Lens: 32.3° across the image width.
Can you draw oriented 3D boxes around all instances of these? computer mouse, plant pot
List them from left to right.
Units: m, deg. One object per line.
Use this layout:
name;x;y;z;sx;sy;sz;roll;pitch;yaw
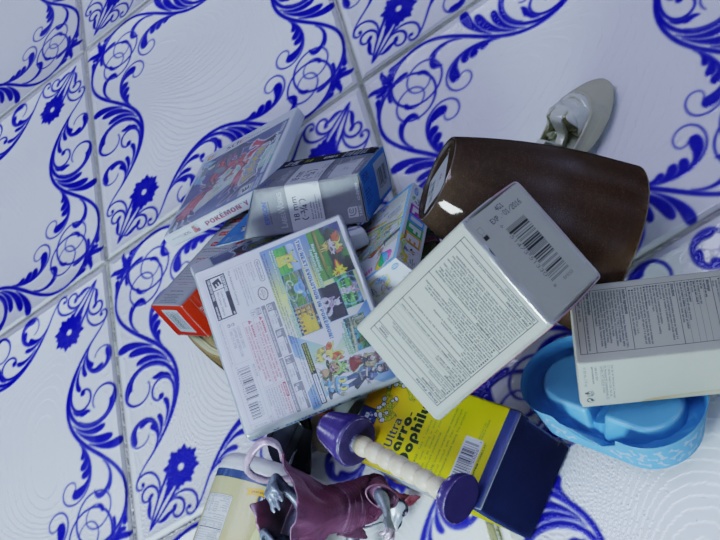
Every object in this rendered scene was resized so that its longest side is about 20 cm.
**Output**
computer mouse;-0.093;0.155;1.458;0.046;0.201;0.141;-11;54;-16
plant pot;0.168;-0.059;1.306;0.187;0.199;0.188;-159;90;-80

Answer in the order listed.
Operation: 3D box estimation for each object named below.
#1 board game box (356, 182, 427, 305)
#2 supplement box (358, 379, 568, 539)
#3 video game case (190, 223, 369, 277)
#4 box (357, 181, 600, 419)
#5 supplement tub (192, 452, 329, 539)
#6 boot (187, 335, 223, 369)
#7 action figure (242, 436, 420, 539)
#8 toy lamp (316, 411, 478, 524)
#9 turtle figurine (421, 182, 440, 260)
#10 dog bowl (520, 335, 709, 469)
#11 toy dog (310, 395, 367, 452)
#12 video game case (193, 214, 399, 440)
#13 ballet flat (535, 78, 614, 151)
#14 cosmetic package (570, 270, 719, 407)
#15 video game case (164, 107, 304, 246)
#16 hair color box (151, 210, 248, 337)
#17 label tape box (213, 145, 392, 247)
board game box;0.000;0.000;1.460;0.200;0.034;0.135;-38;25;38
supplement box;0.099;0.190;1.329;0.199;0.109;0.110;15;75;43
video game case;-0.102;-0.019;1.501;0.199;0.023;0.182;-25;18;-8
box;0.113;0.032;1.215;0.128;0.109;0.200;49;135;5
supplement tub;-0.121;0.322;1.406;0.144;0.144;0.201;4;68;40
boot;-0.135;0.063;1.624;0.156;0.073;0.200;-55;32;-11
action figure;-0.027;0.257;1.347;0.149;0.199;0.134;60;137;26
toy lamp;0.031;0.193;1.267;0.199;0.058;0.059;19;78;43
turtle figurine;0.087;-0.008;1.471;0.149;0.101;0.201;-28;44;23
dog bowl;0.257;0.134;1.252;0.199;0.050;0.112;18;56;39
toy dog;-0.023;0.123;1.478;0.131;0.096;0.201;-32;49;20
video game case;-0.071;0.060;1.366;0.181;0.022;0.201;-22;71;3
ballet flat;0.233;-0.150;1.453;0.069;0.069;0.201;20;78;44
cosmetic package;0.306;0.064;1.203;0.198;0.071;0.106;-6;46;11
video game case;-0.175;-0.132;1.738;0.181;0.023;0.201;-24;30;30
hair color box;-0.176;-0.004;1.645;0.200;0.061;0.101;-51;24;-23
label tape box;-0.074;-0.093;1.524;0.198;0.064;0.144;-8;16;15
